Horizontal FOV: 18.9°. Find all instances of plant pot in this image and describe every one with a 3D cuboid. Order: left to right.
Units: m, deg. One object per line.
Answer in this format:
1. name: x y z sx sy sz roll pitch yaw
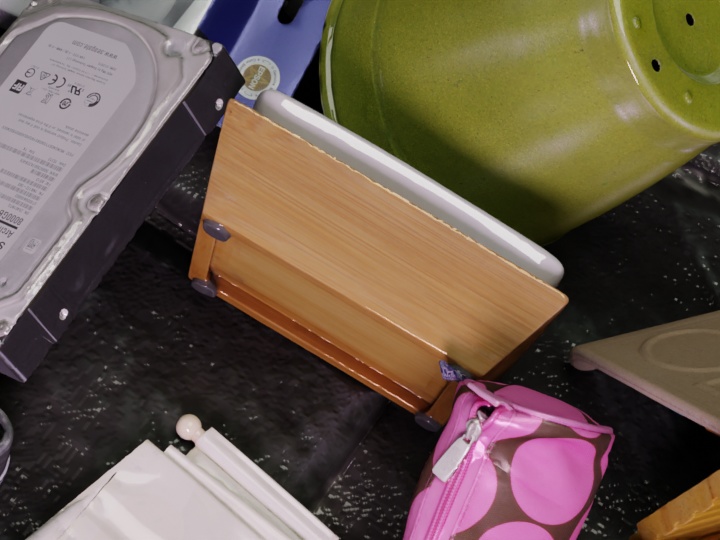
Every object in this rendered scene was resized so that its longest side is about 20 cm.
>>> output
1. plant pot: 0.115 -0.113 1.182 0.200 0.193 0.201 10 74 -39

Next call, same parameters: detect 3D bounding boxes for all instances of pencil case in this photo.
1. pencil case: 0.047 0.151 1.051 0.091 0.094 0.200 20 90 26

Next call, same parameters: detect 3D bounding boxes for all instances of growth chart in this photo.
1. growth chart: -0.105 0.162 1.091 0.200 0.018 0.145 -34 76 -32

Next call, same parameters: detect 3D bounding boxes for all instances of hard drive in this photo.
1. hard drive: -0.169 -0.051 1.117 0.140 0.038 0.200 22 69 36

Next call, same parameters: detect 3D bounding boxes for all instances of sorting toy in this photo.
1. sorting toy: 0.241 0.056 1.190 0.185 0.200 0.037 -12 106 -25

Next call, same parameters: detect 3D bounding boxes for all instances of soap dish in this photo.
1. soap dish: 0.000 0.000 1.148 0.200 0.157 0.081 30 72 1

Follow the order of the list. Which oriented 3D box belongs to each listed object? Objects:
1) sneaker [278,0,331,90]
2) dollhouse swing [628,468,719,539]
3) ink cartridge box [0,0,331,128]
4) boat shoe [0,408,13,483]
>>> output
1. sneaker: -0.061 -0.160 1.274 0.112 0.073 0.200 -10 59 -17
2. dollhouse swing: 0.274 0.172 1.109 0.182 0.200 0.176 -12 73 -25
3. ink cartridge box: -0.099 -0.198 1.230 0.200 0.041 0.200 25 77 11
4. boat shoe: -0.262 0.046 1.076 0.199 0.068 0.074 36 55 5
